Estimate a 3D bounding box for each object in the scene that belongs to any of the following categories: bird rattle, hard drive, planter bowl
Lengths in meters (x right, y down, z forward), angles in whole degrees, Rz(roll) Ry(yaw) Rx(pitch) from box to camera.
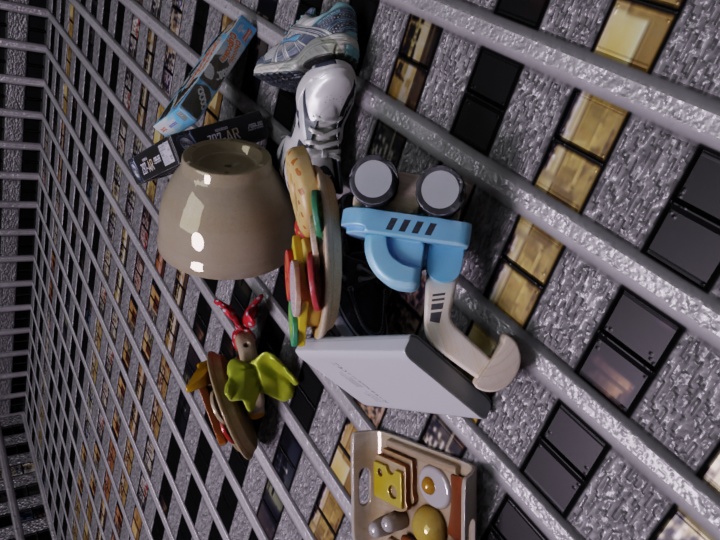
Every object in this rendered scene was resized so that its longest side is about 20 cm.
[{"bbox_3d":[-0.186,0.146,0.995,0.201,0.112,0.164,55,149,39],"label":"bird rattle"},{"bbox_3d":[0.029,0.116,0.689,0.199,0.132,0.026,-10,46,52],"label":"hard drive"},{"bbox_3d":[-0.184,-0.099,0.865,0.200,0.199,0.136,42,137,42],"label":"planter bowl"}]

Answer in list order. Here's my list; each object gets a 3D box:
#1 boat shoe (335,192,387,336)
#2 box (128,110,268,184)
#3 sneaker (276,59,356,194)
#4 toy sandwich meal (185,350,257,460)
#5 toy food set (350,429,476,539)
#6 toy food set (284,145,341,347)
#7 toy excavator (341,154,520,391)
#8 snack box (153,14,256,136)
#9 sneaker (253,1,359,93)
[{"bbox_3d":[0.000,0.000,0.761,0.068,0.071,0.202,-40,55,48],"label":"boat shoe"},{"bbox_3d":[-0.264,-0.195,1.003,0.199,0.159,0.044,-3,110,54],"label":"box"},{"bbox_3d":[-0.047,-0.152,0.787,0.199,0.079,0.131,-49,49,44],"label":"sneaker"},{"bbox_3d":[-0.230,0.224,1.018,0.205,0.070,0.207,158,90,-84],"label":"toy sandwich meal"},{"bbox_3d":[0.054,0.277,0.713,0.199,0.060,0.145,4,96,52],"label":"toy food set"},{"bbox_3d":[-0.057,-0.021,0.696,0.201,0.048,0.199,102,162,-46],"label":"toy food set"},{"bbox_3d":[0.069,0.005,0.617,0.100,0.192,0.202,24,-104,-83],"label":"toy excavator"},{"bbox_3d":[-0.250,-0.310,1.004,0.116,0.037,0.201,-6,52,52],"label":"snack box"},{"bbox_3d":[-0.070,-0.298,0.837,0.199,0.077,0.087,2,82,46],"label":"sneaker"}]
